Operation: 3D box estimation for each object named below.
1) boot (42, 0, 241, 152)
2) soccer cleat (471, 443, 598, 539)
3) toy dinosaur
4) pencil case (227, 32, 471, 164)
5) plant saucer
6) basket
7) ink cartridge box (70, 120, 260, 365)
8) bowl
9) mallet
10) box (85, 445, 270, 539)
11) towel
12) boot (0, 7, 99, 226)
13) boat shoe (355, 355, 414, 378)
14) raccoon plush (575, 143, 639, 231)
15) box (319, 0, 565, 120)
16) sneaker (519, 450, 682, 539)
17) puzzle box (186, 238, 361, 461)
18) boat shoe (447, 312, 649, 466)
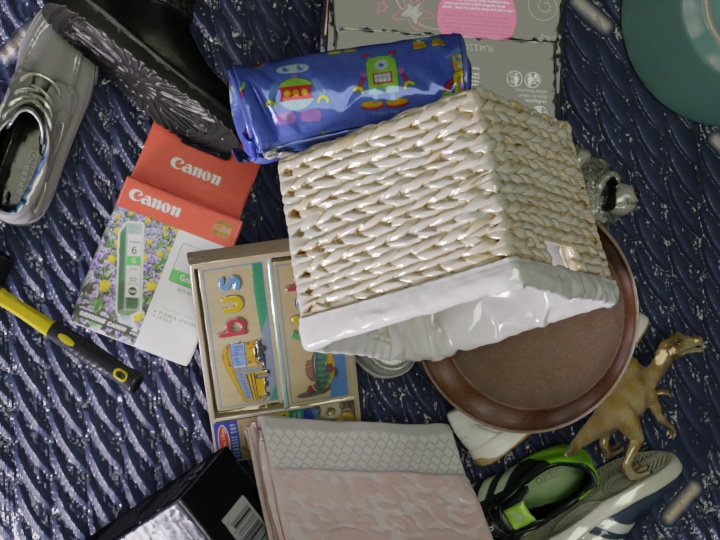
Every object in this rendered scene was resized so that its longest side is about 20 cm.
[{"bbox_3d":[-0.149,-0.219,1.389,0.211,0.079,0.158,42,65,-20],"label":"boot"},{"bbox_3d":[0.118,0.215,1.431,0.200,0.081,0.068,-32,94,-3],"label":"soccer cleat"},{"bbox_3d":[0.224,0.127,1.418,0.200,0.058,0.101,-37,126,-33],"label":"toy dinosaur"},{"bbox_3d":[-0.008,-0.136,1.300,0.200,0.078,0.087,-10,63,-4],"label":"pencil case"},{"bbox_3d":[0.141,0.036,1.379,0.200,0.034,0.201,-1,88,25],"label":"plant saucer"},{"bbox_3d":[0.067,-0.027,1.287,0.200,0.198,0.161,-19,75,28],"label":"basket"},{"bbox_3d":[-0.163,-0.030,1.409,0.109,0.050,0.200,21,89,-6],"label":"ink cartridge box"},{"bbox_3d":[0.341,-0.231,1.440,0.200,0.105,0.201,0,90,-7],"label":"bowl"},{"bbox_3d":[-0.270,0.054,1.369,0.200,0.041,0.066,38,92,20],"label":"mallet"},{"bbox_3d":[-0.155,0.266,1.350,0.200,0.104,0.148,-34,96,25],"label":"box"},{"bbox_3d":[0.015,0.200,1.355,0.200,0.191,0.032,6,132,-24],"label":"towel"},{"bbox_3d":[-0.267,-0.134,1.372,0.073,0.096,0.200,12,89,-7],"label":"boot"},{"bbox_3d":[0.001,-0.001,1.422,0.074,0.065,0.202,-15,94,-6],"label":"boat shoe"},{"bbox_3d":[0.149,-0.031,1.431,0.200,0.097,0.134,-12,85,-6],"label":"raccoon plush"},{"bbox_3d":[0.065,-0.173,1.403,0.200,0.115,0.132,3,92,-5],"label":"box"},{"bbox_3d":[0.211,0.241,1.454,0.200,0.075,0.085,-34,105,-2],"label":"sneaker"},{"bbox_3d":[-0.072,0.068,1.393,0.133,0.025,0.200,-9,118,-5],"label":"puzzle box"},{"bbox_3d":[0.164,0.087,1.440,0.200,0.071,0.069,-38,92,-6],"label":"boat shoe"}]
